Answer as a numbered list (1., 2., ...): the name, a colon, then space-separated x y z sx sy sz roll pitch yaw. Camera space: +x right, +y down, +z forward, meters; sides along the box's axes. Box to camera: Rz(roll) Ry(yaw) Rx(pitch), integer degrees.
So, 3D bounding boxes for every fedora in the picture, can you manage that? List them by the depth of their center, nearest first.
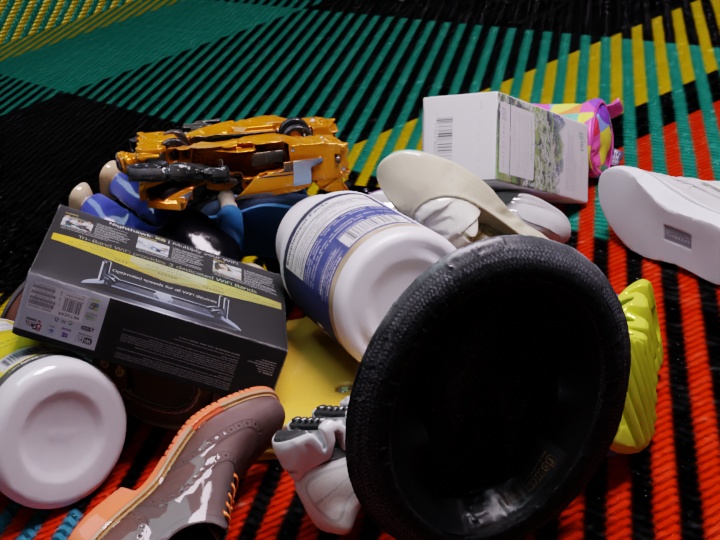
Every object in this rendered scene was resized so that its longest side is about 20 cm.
1. fedora: 0.066 0.066 0.790 0.198 0.203 0.092 -18 24 -14

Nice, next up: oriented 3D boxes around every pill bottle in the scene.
1. pill bottle: -0.273 0.102 1.013 0.112 0.114 0.199 -26 25 -30
2. pill bottle: 0.000 0.000 1.033 0.110 0.112 0.200 -19 21 -16

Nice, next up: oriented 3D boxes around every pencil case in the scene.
1. pencil case: 0.174 -0.136 1.373 0.198 0.089 0.088 1 26 30

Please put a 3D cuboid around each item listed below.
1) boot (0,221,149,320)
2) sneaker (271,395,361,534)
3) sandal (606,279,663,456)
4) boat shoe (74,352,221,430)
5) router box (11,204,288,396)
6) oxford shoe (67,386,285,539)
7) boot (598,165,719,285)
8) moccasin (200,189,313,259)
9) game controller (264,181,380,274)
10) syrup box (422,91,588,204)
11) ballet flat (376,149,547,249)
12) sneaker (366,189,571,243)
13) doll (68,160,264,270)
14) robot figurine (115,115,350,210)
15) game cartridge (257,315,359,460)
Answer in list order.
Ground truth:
1. boot: -0.232 0.065 1.164 0.187 0.069 0.200 -30 41 -4
2. sneaker: 0.039 0.107 0.874 0.198 0.082 0.075 -23 4 -21
3. sandal: 0.161 0.071 0.905 0.086 0.081 0.200 -9 14 19
4. boat shoe: -0.196 0.066 1.055 0.200 0.060 0.073 28 81 33
5. router box: -0.157 0.025 1.014 0.197 0.053 0.158 18 18 -10
6. oxford shoe: -0.105 0.154 0.870 0.072 0.072 0.200 23 48 28
7. boot: 0.297 -0.046 1.123 0.094 0.074 0.200 -15 30 -22
8. moccasin: -0.079 -0.056 1.213 0.198 0.081 0.068 6 43 39
9. game controller: -0.017 -0.040 1.303 0.103 0.043 0.200 -3 25 24
10. syrup box: 0.140 -0.110 1.223 0.081 0.080 0.199 0 -3 33
11. ballet flat: 0.096 -0.030 1.068 0.069 0.199 0.070 -39 36 35
12. sneaker: 0.093 -0.019 1.178 0.197 0.075 0.101 0 63 -5
13. doll: -0.160 -0.030 1.155 0.199 0.049 0.136 31 51 21
14. robot figurine: -0.112 -0.095 1.132 0.197 0.059 0.145 -7 20 -6
15. game cartridge: 0.001 0.082 1.025 0.174 0.033 0.200 -6 21 17
